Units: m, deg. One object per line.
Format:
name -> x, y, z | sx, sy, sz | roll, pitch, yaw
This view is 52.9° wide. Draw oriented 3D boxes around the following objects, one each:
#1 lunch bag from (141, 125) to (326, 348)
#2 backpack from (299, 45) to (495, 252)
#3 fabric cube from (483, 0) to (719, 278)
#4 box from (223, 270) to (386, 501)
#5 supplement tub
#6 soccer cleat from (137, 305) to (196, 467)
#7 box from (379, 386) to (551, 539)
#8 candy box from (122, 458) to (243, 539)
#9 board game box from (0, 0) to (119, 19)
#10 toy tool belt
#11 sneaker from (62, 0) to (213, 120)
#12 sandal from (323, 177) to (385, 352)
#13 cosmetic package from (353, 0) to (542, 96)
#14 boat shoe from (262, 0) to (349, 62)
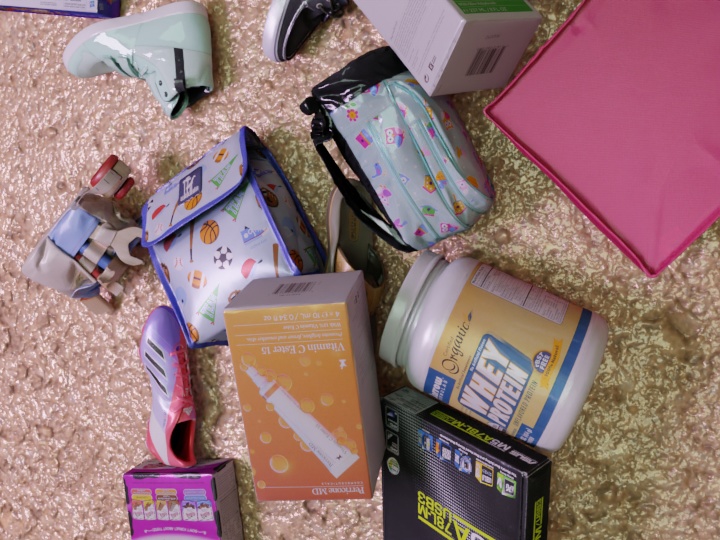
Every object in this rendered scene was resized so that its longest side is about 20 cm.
lunch bag -> -0.152, -0.039, 0.829 | 0.168, 0.123, 0.203 | -30, 75, 17
backpack -> 0.047, -0.121, 0.733 | 0.125, 0.167, 0.202 | -27, 100, 29
fabric cube -> 0.251, -0.138, 0.638 | 0.196, 0.199, 0.200 | 46, 107, 7
box -> -0.050, 0.114, 0.723 | 0.121, 0.098, 0.205 | -5, 106, 11
supplement tub -> 0.132, 0.076, 0.729 | 0.197, 0.144, 0.147 | 24, 103, 15
soccer cleat -> -0.231, 0.145, 0.897 | 0.075, 0.066, 0.205 | 13, 105, 36
box -> 0.100, 0.244, 0.745 | 0.198, 0.047, 0.198 | 20, 116, 46
candy box -> -0.219, 0.348, 0.922 | 0.133, 0.061, 0.205 | -5, 94, 19
board game box -> -0.394, -0.396, 0.910 | 0.196, 0.045, 0.138 | 10, 99, 18
toy tool belt -> -0.315, -0.036, 0.899 | 0.122, 0.126, 0.200 | 39, 113, -22
sneaker -> -0.267, -0.235, 0.866 | 0.196, 0.074, 0.121 | -12, 86, 17
sandal -> 0.000, 0.000, 0.797 | 0.053, 0.079, 0.205 | 2, 93, 41
cosmetic package -> 0.065, -0.267, 0.694 | 0.202, 0.106, 0.085 | 57, 143, 24
boat shoe -> -0.037, -0.313, 0.790 | 0.066, 0.070, 0.202 | 33, 98, 14
